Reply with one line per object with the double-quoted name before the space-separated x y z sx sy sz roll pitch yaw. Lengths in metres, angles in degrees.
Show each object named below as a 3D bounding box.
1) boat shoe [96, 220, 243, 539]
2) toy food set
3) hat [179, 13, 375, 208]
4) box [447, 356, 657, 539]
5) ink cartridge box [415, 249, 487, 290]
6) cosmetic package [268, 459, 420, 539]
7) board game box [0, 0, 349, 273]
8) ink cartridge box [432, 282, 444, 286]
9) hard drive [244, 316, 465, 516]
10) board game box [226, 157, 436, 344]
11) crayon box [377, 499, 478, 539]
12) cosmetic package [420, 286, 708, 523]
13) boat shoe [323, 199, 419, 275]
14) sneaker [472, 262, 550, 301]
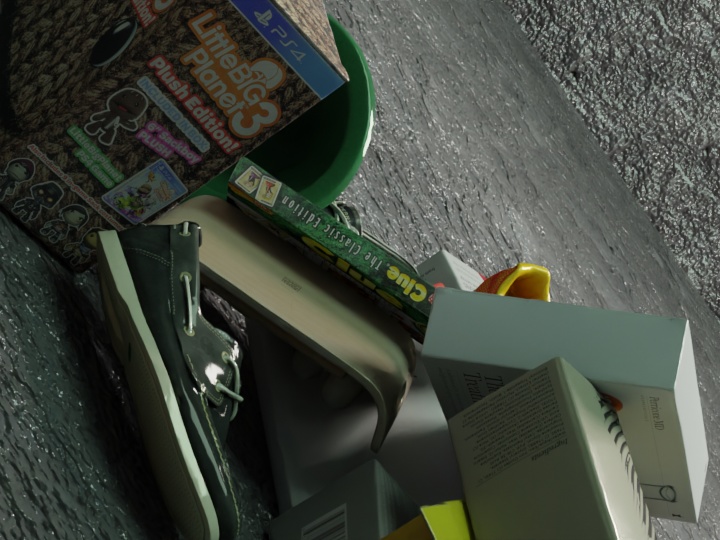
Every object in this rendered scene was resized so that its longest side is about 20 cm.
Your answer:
"boat shoe" -0.092 0.058 1.122 0.072 0.067 0.201 108 -32 -53
"toy food set" -0.057 0.032 1.272 0.199 0.061 0.144 35 15 2
"hat" -0.076 -0.097 1.495 0.176 0.164 0.202 102 -2 -71
"box" 0.112 0.150 1.092 0.068 0.082 0.201 42 26 -41
"ink cartridge box" 0.103 0.103 1.645 0.146 0.083 0.201 31 29 -59
"cosmetic package" 0.037 0.220 1.204 0.200 0.090 0.107 52 16 -26
"board game box" -0.124 -0.127 1.195 0.097 0.199 0.160 44 18 -36
"ink cartridge box" 0.048 0.091 1.416 0.199 0.045 0.177 -17 71 -46
"hard drive" -0.001 0.095 1.317 0.131 0.026 0.201 12 41 -25
"board game box" 0.000 0.000 1.328 0.199 0.024 0.105 34 -12 2
"crayon box" 0.079 0.190 1.147 0.128 0.051 0.200 64 19 15
"cosmetic package" 0.128 0.085 1.249 0.200 0.149 0.052 66 33 -59
"boat shoe" -0.029 -0.025 1.515 0.200 0.071 0.072 33 28 -48
"sneaker" 0.116 0.087 1.386 0.073 0.077 0.202 5 60 -39
